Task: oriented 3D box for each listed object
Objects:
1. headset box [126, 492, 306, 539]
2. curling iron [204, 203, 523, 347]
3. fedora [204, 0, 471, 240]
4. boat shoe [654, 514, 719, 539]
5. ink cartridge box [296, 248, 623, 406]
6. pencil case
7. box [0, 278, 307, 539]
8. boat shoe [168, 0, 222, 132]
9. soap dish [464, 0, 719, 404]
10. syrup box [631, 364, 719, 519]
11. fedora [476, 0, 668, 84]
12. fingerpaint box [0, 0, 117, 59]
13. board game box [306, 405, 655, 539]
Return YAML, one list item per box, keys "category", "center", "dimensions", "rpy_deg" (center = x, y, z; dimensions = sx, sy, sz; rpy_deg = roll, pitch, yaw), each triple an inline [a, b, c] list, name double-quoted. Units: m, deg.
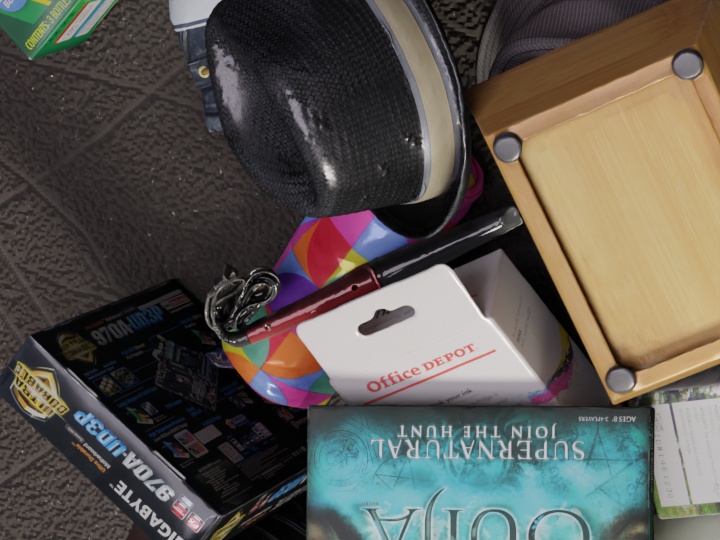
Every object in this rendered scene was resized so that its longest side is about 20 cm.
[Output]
- category: "headset box"
  center: [-0.038, 0.211, 1.811]
  dimensions: [0.200, 0.149, 0.077]
  rpy_deg: [31, 115, 16]
- category: "curling iron"
  center: [0.000, 0.000, 1.718]
  dimensions: [0.199, 0.026, 0.050]
  rpy_deg: [-17, 124, 10]
- category: "fedora"
  center: [-0.024, -0.101, 1.638]
  dimensions: [0.201, 0.091, 0.201]
  rpy_deg: [40, 141, 41]
- category: "boat shoe"
  center: [0.148, 0.200, 1.727]
  dimensions: [0.200, 0.073, 0.062]
  rpy_deg: [-23, 110, -7]
- category: "ink cartridge box"
  center: [0.065, 0.066, 1.726]
  dimensions: [0.116, 0.068, 0.200]
  rpy_deg: [-23, 120, 27]
- category: "pencil case"
  center: [-0.010, -0.005, 1.780]
  dimensions: [0.088, 0.088, 0.200]
  rpy_deg: [43, 116, 9]
- category: "box"
  center: [-0.111, 0.088, 1.785]
  dimensions: [0.159, 0.200, 0.046]
  rpy_deg: [42, 112, 9]
- category: "boat shoe"
  center: [-0.019, -0.141, 1.760]
  dimensions: [0.200, 0.071, 0.091]
  rpy_deg: [-10, 101, 33]
- category: "soap dish"
  center: [0.164, -0.035, 1.599]
  dimensions: [0.157, 0.081, 0.200]
  rpy_deg: [-22, 102, 19]
- category: "syrup box"
  center: [0.264, 0.085, 1.672]
  dimensions: [0.199, 0.081, 0.079]
  rpy_deg: [-8, 101, 27]
- category: "fedora"
  center: [0.141, -0.093, 1.679]
  dimensions: [0.200, 0.090, 0.177]
  rpy_deg: [39, 116, 12]
- category: "fingerpaint box"
  center: [-0.186, -0.260, 1.802]
  dimensions: [0.167, 0.073, 0.200]
  rpy_deg: [48, 117, 7]
- category: "board game box"
  center: [0.068, 0.144, 1.672]
  dimensions: [0.199, 0.028, 0.136]
  rpy_deg: [-1, 85, 12]
